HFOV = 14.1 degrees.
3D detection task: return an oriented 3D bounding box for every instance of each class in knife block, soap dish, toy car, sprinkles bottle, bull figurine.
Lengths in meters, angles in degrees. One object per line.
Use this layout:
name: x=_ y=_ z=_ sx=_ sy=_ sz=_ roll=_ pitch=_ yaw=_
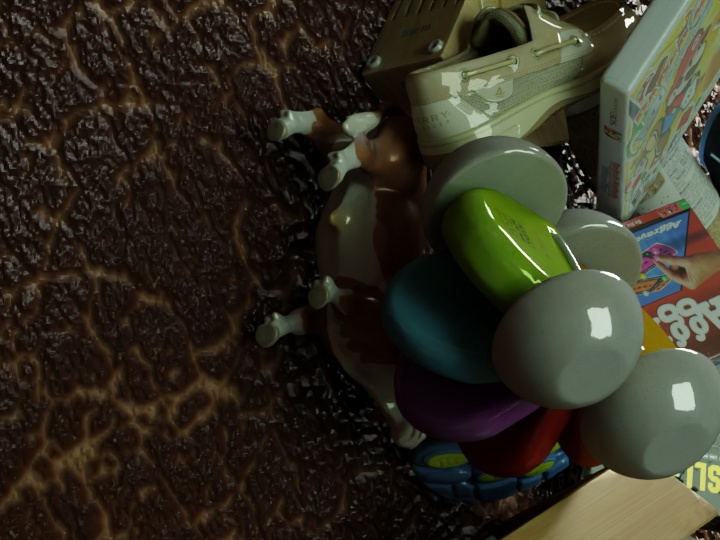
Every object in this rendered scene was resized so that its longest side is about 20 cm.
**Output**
knife block: x=0.085 y=-0.101 z=1.766 sx=0.176 sy=0.064 sz=0.200 roll=49 pitch=48 yaw=-33
soap dish: x=0.090 y=0.183 z=1.646 sx=0.200 sy=0.157 sz=0.081 roll=-26 pitch=85 yaw=-50
toy car: x=0.089 y=0.040 z=1.588 sx=0.200 sy=0.150 sz=0.175 roll=39 pitch=17 yaw=-43
sprinkles bottle: x=0.180 y=-0.068 z=1.869 sx=0.200 sy=0.068 sz=0.068 roll=54 pitch=46 yaw=-28
bull figurine: x=0.000 y=0.000 z=1.636 sx=0.121 sy=0.065 sz=0.200 roll=14 pitch=72 yaw=-54

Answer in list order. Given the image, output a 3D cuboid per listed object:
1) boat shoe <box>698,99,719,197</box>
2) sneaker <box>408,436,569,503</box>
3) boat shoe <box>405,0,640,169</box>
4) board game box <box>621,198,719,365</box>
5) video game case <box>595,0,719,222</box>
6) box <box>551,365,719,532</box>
boat shoe: x=0.273 y=-0.066 z=1.911 sx=0.084 sy=0.069 sz=0.200 roll=-46 pitch=154 yaw=-7
sneaker: x=0.104 y=0.075 z=1.738 sx=0.200 sy=0.071 sz=0.083 roll=-27 pitch=65 yaw=-29
boat shoe: x=0.096 y=-0.124 z=1.679 sx=0.200 sy=0.072 sz=0.065 roll=-35 pitch=110 yaw=-43
board game box: x=0.142 y=0.031 z=1.724 sx=0.200 sy=0.019 sz=0.103 roll=-21 pitch=70 yaw=-31
video game case: x=0.199 y=-0.142 z=1.743 sx=0.200 sy=0.023 sz=0.182 roll=-56 pitch=163 yaw=-19
box: x=0.223 y=0.083 z=1.836 sx=0.200 sy=0.049 sz=0.160 roll=11 pitch=73 yaw=-18
